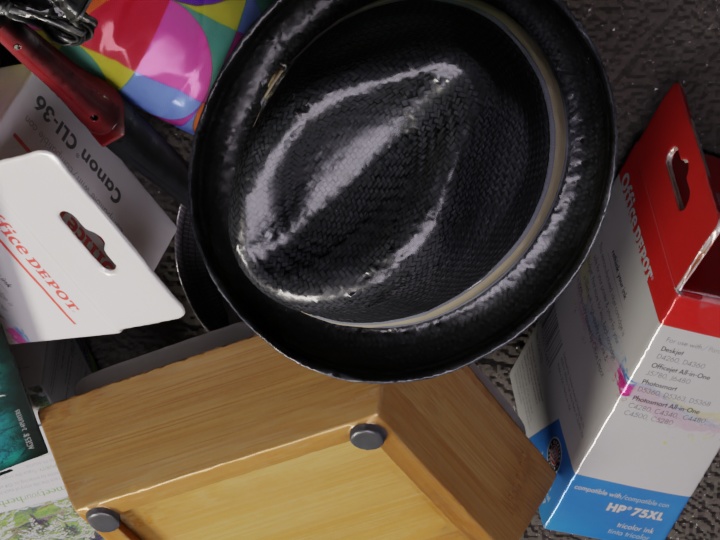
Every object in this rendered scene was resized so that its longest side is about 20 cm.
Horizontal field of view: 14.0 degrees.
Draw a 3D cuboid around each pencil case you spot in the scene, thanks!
[{"bbox_3d":[-0.122,-0.128,1.316,0.200,0.089,0.088,27,123,-22],"label":"pencil case"}]

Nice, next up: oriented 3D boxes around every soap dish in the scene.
[{"bbox_3d":[-0.030,0.095,1.392,0.200,0.081,0.157,-19,136,24],"label":"soap dish"}]

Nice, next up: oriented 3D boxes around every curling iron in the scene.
[{"bbox_3d":[-0.108,-0.070,1.296,0.049,0.026,0.200,6,153,28],"label":"curling iron"}]

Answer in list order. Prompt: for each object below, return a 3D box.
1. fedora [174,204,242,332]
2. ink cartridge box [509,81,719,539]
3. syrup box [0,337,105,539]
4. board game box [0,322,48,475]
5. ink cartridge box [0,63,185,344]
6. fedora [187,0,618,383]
[{"bbox_3d":[0.000,0.000,1.412,0.176,0.090,0.200,22,124,-18],"label":"fedora"},{"bbox_3d":[0.147,0.023,1.415,0.067,0.116,0.200,13,128,-18],"label":"ink cartridge box"},{"bbox_3d":[-0.159,0.114,1.505,0.079,0.082,0.200,-14,128,12],"label":"syrup box"},{"bbox_3d":[-0.227,0.042,1.324,0.135,0.028,0.200,-21,141,-7],"label":"board game box"},{"bbox_3d":[-0.169,-0.028,1.352,0.200,0.068,0.117,-6,135,40],"label":"ink cartridge box"},{"bbox_3d":[0.010,-0.043,1.247,0.200,0.092,0.201,2,98,14],"label":"fedora"}]
